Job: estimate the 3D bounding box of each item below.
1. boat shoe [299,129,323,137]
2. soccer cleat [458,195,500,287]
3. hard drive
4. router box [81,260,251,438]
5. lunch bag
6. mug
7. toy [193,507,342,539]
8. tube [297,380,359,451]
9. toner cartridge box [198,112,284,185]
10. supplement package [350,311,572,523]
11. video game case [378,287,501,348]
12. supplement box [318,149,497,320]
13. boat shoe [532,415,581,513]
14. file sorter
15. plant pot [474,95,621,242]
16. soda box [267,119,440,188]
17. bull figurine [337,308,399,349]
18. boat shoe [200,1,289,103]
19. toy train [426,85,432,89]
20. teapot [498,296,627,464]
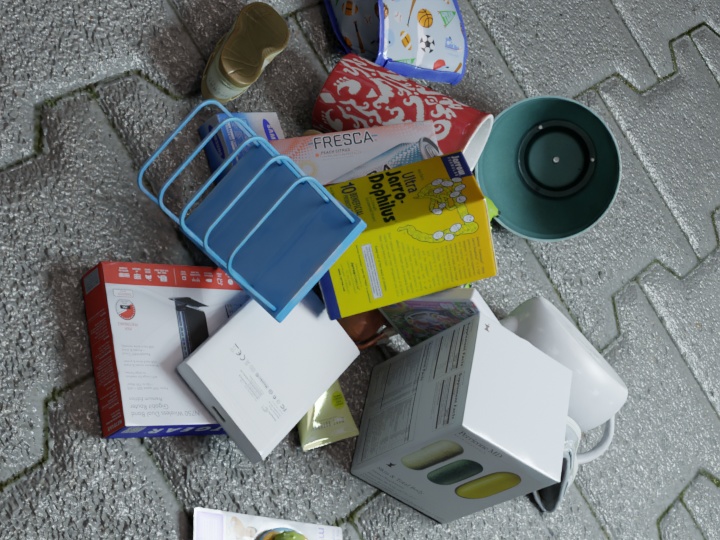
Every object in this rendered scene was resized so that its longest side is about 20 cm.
[{"bbox_3d":[-0.004,-0.105,1.642,0.200,0.075,0.069,43,25,-34],"label":"boat shoe"},{"bbox_3d":[0.125,-0.029,1.733,0.081,0.068,0.200,27,50,-6],"label":"soccer cleat"},{"bbox_3d":[-0.096,0.098,1.425,0.132,0.027,0.200,52,46,-8],"label":"hard drive"},{"bbox_3d":[-0.189,0.085,1.404,0.199,0.049,0.180,3,67,-40],"label":"router box"},{"bbox_3d":[0.046,-0.345,1.780,0.170,0.124,0.201,2,60,-41],"label":"lunch bag"},{"bbox_3d":[0.051,-0.176,1.671,0.200,0.178,0.134,29,81,10],"label":"mug"},{"bbox_3d":[-0.084,0.314,1.379,0.199,0.047,0.116,15,61,-35],"label":"toy"},{"bbox_3d":[-0.062,0.103,1.506,0.052,0.058,0.201,28,44,-77],"label":"tube"},{"bbox_3d":[-0.118,-0.090,1.560,0.095,0.043,0.201,-8,74,-44],"label":"toner cartridge box"},{"bbox_3d":[0.117,0.176,1.516,0.152,0.200,0.151,32,51,-24],"label":"supplement package"},{"bbox_3d":[0.115,0.083,1.556,0.200,0.143,0.018,51,51,-42],"label":"video game case"},{"bbox_3d":[0.041,-0.041,1.475,0.109,0.199,0.110,-108,-176,-52],"label":"supplement box"},{"bbox_3d":[0.232,0.232,1.625,0.202,0.074,0.065,74,30,-54],"label":"boat shoe"},{"bbox_3d":[-0.123,-0.072,1.390,0.200,0.139,0.123,40,-4,40],"label":"file sorter"},{"bbox_3d":[0.270,-0.150,1.843,0.201,0.200,0.134,58,18,-1],"label":"plant pot"},{"bbox_3d":[-0.009,-0.122,1.527,0.199,0.064,0.069,-9,70,-7],"label":"soda box"},{"bbox_3d":[0.000,0.000,1.595,0.121,0.065,0.201,7,75,-40],"label":"bull figurine"},{"bbox_3d":[-0.147,-0.269,1.610,0.074,0.066,0.200,46,33,-12],"label":"boat shoe"},{"bbox_3d":[0.063,-0.181,1.773,0.046,0.034,0.200,53,44,-22],"label":"toy train"},{"bbox_3d":[0.238,0.144,1.684,0.200,0.146,0.197,50,10,23],"label":"teapot"}]
